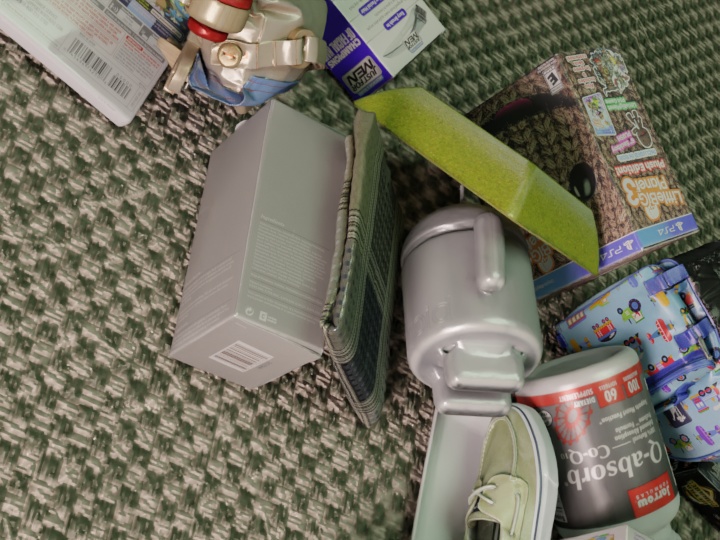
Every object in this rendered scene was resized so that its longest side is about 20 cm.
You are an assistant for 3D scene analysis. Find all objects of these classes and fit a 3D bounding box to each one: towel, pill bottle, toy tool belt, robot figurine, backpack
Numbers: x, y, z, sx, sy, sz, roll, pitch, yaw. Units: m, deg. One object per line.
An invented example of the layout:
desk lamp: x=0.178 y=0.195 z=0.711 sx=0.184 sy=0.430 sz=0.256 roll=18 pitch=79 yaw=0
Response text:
towel: x=0.000 y=0.000 z=0.957 sx=0.193 sy=0.034 sz=0.200 roll=70 pitch=26 yaw=-61
pill bottle: x=0.219 y=0.177 z=1.062 sx=0.116 sy=0.116 sz=0.200 roll=-19 pitch=92 yaw=-42
toy tool belt: x=-0.099 y=-0.171 z=0.938 sx=0.125 sy=0.123 sz=0.200 roll=28 pitch=19 yaw=7
robot figurine: x=0.093 y=0.025 z=1.006 sx=0.113 sy=0.170 sz=0.200 roll=6 pitch=52 yaw=-12
backpack: x=0.307 y=0.096 z=1.127 sx=0.134 sy=0.183 sz=0.200 roll=-17 pitch=78 yaw=-39

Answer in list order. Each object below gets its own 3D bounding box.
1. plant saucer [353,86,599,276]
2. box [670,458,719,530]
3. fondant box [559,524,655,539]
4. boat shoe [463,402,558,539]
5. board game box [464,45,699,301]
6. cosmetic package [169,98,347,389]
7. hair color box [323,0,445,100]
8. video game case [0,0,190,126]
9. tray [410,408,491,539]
plant saucer: x=0.116 y=-0.088 z=1.039 sx=0.200 sy=0.048 sz=0.200 roll=40 pitch=8 yaw=33
box: x=0.422 y=0.216 z=1.260 sx=0.200 sy=0.046 sz=0.159 roll=42 pitch=50 yaw=-15
fondant box: x=0.172 y=0.318 z=0.947 sx=0.058 sy=0.144 sz=0.200 roll=29 pitch=55 yaw=-25
boat shoe: x=0.120 y=0.204 z=0.979 sx=0.062 sy=0.072 sz=0.200 roll=19 pitch=61 yaw=-33
board game box: x=0.205 y=-0.092 z=1.154 sx=0.097 sy=0.159 sz=0.200 roll=-16 pitch=80 yaw=-41
cosmetic package: x=-0.077 y=-0.021 z=0.934 sx=0.090 sy=0.107 sz=0.200 roll=27 pitch=57 yaw=-26
hair color box: x=-0.022 y=-0.270 z=1.122 sx=0.200 sy=0.065 sz=0.109 roll=49 pitch=48 yaw=-7
video game case: x=-0.220 y=-0.246 z=0.943 sx=0.200 sy=0.023 sz=0.182 roll=40 pitch=61 yaw=-26
tray: x=0.087 y=0.207 z=1.015 sx=0.107 sy=0.022 sz=0.200 roll=31 pitch=53 yaw=-25
